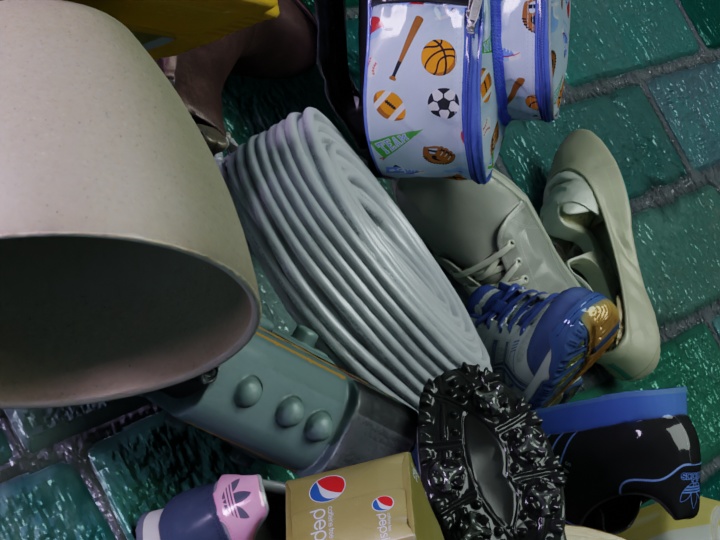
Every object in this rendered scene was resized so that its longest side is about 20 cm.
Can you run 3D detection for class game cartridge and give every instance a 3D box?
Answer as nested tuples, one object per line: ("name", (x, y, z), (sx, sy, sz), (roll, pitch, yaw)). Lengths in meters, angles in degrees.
("game cartridge", (-0.161, -0.120, 1.251), (0.176, 0.199, 0.033), (4, 75, -56))

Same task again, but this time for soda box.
("soda box", (0.024, 0.189, 1.286), (0.064, 0.067, 0.200), (-93, 165, -53))

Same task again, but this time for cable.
("cable", (0.000, 0.000, 1.485), (0.200, 0.069, 0.200), (48, 10, -35))

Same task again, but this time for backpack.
("backpack", (0.056, -0.148, 1.582), (0.200, 0.153, 0.191), (14, 85, -76))

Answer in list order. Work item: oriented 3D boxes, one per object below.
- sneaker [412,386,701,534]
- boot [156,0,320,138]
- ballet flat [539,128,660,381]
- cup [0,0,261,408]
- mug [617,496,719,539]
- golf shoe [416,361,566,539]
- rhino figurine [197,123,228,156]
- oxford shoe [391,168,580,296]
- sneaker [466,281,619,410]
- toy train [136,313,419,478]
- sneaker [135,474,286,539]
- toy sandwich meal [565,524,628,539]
("sneaker", (0.111, 0.120, 1.484), (0.070, 0.200, 0.078), (-1, 79, -46))
("boot", (-0.095, -0.118, 1.471), (0.199, 0.072, 0.167), (21, 33, -30))
("ballet flat", (0.164, -0.016, 1.826), (0.069, 0.069, 0.201), (18, 49, -51))
("cup", (-0.149, -0.038, 1.171), (0.200, 0.200, 0.144), (24, 53, -47))
("mug", (0.164, 0.193, 1.528), (0.187, 0.153, 0.149), (60, 29, 3))
("golf shoe", (0.075, 0.150, 1.344), (0.077, 0.095, 0.201), (-18, 78, -18))
("rhino figurine", (-0.153, -0.042, 1.317), (0.060, 0.088, 0.200), (37, 21, 25))
("oxford shoe", (0.093, -0.003, 1.685), (0.200, 0.075, 0.058), (49, 27, -29))
("sneaker", (0.097, 0.044, 1.575), (0.075, 0.200, 0.088), (-39, 81, -20))
("toy train", (-0.060, 0.057, 1.326), (0.200, 0.085, 0.114), (31, -3, -41))
("sneaker", (-0.024, 0.149, 1.339), (0.200, 0.082, 0.070), (16, 49, -52))
("toy sandwich meal", (0.114, 0.236, 1.399), (0.204, 0.070, 0.206), (6, 59, -9))
